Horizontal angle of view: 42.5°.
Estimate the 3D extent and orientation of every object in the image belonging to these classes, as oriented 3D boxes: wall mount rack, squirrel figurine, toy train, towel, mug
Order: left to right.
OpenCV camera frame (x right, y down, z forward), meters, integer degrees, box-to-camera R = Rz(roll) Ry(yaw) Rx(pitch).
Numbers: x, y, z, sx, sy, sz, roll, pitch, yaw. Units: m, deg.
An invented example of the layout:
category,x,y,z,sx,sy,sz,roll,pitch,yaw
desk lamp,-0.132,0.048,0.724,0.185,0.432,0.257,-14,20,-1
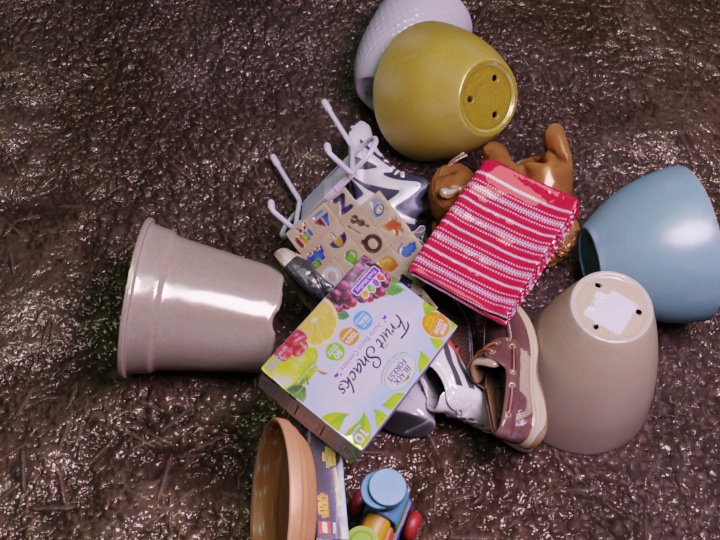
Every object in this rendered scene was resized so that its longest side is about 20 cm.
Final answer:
category,x,y,z,sx,sy,sz,roll,pitch,yaw
wall mount rack,-0.067,-0.145,1.294,0.200,0.074,0.174,-43,22,20
toy train,0.000,0.321,1.019,0.084,0.116,0.201,20,60,13
mug,0.089,-0.313,1.414,0.199,0.147,0.176,36,67,-13
towel,0.169,-0.042,1.151,0.144,0.023,0.201,28,65,19
squirrel figurine,0.188,-0.080,1.251,0.184,0.142,0.202,-5,65,-11

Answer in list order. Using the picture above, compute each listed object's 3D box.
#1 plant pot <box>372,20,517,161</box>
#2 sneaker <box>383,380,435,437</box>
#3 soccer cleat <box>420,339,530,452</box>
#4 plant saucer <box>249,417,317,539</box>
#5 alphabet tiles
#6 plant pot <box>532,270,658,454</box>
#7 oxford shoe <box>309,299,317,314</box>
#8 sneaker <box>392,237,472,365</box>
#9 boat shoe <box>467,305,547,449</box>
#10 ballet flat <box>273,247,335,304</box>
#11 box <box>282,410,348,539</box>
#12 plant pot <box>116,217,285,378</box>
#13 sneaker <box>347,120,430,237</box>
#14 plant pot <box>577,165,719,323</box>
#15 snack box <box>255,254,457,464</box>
category,x,y,z,sx,sy,sz,roll,pitch,yaw
plant pot,0.136,-0.245,1.297,0.199,0.201,0.142,-34,27,-19
sneaker,0.002,0.147,1.164,0.198,0.071,0.081,15,52,1
soccer cleat,0.128,0.158,1.126,0.200,0.069,0.085,46,56,1
plant saucer,-0.085,0.264,1.015,0.037,0.201,0.202,5,56,-16
alphabet tiles,0.000,0.000,1.187,0.166,0.006,0.201,-38,78,2
plant pot,0.280,0.094,1.110,0.185,0.201,0.189,0,58,0
oxford shoe,-0.024,-0.001,1.242,0.072,0.071,0.202,4,76,3
sneaker,0.086,0.060,1.221,0.072,0.085,0.202,-14,78,-27
boat shoe,0.164,0.112,1.089,0.071,0.072,0.202,14,50,-21
ballet flat,-0.020,0.028,1.151,0.199,0.066,0.057,33,91,4
box,-0.055,0.230,1.063,0.039,0.137,0.202,4,56,-15
plant pot,-0.194,0.049,1.165,0.181,0.201,0.202,10,57,-7
sneaker,0.048,-0.126,1.322,0.128,0.080,0.201,-3,58,-3
plant pot,0.357,-0.022,1.186,0.133,0.201,0.202,-11,58,-2
snack box,-0.002,0.096,1.048,0.142,0.053,0.200,37,57,7
